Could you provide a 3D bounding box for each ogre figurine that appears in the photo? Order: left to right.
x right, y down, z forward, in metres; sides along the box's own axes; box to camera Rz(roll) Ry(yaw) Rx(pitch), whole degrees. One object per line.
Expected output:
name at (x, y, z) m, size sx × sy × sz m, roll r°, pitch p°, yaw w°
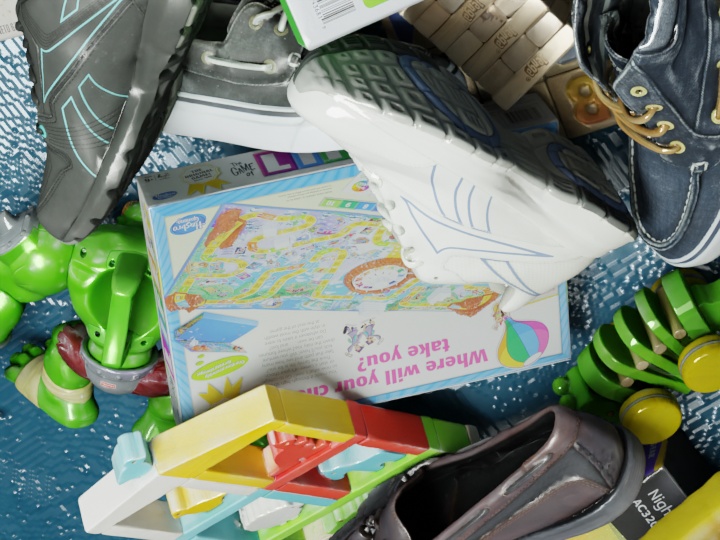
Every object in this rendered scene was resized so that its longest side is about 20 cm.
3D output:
ogre figurine at (-0.115, 0.030, 1.225) m, size 0.199 × 0.098 × 0.120 m, roll 24°, pitch 130°, yaw 14°

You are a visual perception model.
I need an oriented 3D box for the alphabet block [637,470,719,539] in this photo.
alphabet block at (0.258, 0.186, 1.124) m, size 0.195 × 0.196 × 0.201 m, roll 2°, pitch 125°, yaw 60°

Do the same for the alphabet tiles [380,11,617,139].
alphabet tiles at (0.079, -0.155, 1.141) m, size 0.165 × 0.006 × 0.201 m, roll -17°, pitch 110°, yaw 19°

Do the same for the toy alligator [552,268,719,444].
toy alligator at (0.123, 0.055, 1.193) m, size 0.054 × 0.060 × 0.200 m, roll 26°, pitch 122°, yaw -34°

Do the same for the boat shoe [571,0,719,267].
boat shoe at (0.133, -0.082, 1.091) m, size 0.071 × 0.090 × 0.201 m, roll 40°, pitch 136°, yaw 40°

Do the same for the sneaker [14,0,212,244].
sneaker at (-0.118, -0.100, 1.101) m, size 0.079 × 0.076 × 0.201 m, roll 27°, pitch 126°, yaw 0°

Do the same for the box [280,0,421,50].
box at (0.015, -0.220, 1.026) m, size 0.176 × 0.097 × 0.201 m, roll -25°, pitch 98°, yaw -1°

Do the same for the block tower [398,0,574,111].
block tower at (0.016, -0.165, 1.117) m, size 0.200 × 0.058 × 0.054 m, roll 43°, pitch 117°, yaw -7°

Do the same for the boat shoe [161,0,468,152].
boat shoe at (-0.046, -0.101, 1.147) m, size 0.199 × 0.072 × 0.071 m, roll 4°, pitch 115°, yaw 23°

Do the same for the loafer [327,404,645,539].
loafer at (0.043, 0.113, 1.189) m, size 0.199 × 0.072 × 0.063 m, roll -27°, pitch 134°, yaw 30°

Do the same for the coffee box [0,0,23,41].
coffee box at (-0.159, -0.176, 1.143) m, size 0.199 × 0.080 × 0.114 m, roll -11°, pitch 115°, yaw 17°

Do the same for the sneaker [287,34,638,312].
sneaker at (0.038, -0.035, 1.087) m, size 0.199 × 0.075 × 0.087 m, roll 30°, pitch 115°, yaw -37°

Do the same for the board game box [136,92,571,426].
board game box at (0.000, 0.000, 1.165) m, size 0.199 × 0.034 × 0.135 m, roll -12°, pitch 121°, yaw -10°

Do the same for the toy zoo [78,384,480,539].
toy zoo at (-0.047, 0.101, 1.199) m, size 0.131 × 0.199 × 0.021 m, roll -31°, pitch 63°, yaw 30°

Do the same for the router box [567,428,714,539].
router box at (0.153, 0.198, 1.269) m, size 0.157 × 0.052 × 0.200 m, roll -32°, pitch 105°, yaw 24°
